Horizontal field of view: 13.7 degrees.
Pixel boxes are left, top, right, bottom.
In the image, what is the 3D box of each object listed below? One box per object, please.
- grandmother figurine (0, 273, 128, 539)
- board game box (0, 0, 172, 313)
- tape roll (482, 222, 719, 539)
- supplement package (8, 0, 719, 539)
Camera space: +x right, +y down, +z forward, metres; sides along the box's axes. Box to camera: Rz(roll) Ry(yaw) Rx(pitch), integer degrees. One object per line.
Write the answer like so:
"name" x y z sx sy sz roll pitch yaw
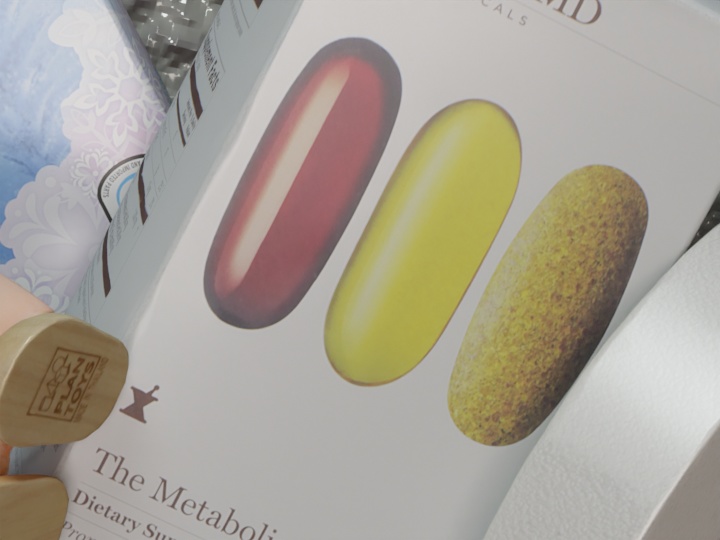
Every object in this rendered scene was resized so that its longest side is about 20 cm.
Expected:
"grandmother figurine" -0.145 -0.005 0.705 0.200 0.061 0.122 28 90 30
"board game box" -0.165 -0.052 0.789 0.199 0.043 0.200 -27 100 1
"tape roll" 0.094 0.066 0.749 0.037 0.203 0.203 33 97 28
"supplement package" 0.000 0.000 0.732 0.113 0.110 0.201 25 101 -12
